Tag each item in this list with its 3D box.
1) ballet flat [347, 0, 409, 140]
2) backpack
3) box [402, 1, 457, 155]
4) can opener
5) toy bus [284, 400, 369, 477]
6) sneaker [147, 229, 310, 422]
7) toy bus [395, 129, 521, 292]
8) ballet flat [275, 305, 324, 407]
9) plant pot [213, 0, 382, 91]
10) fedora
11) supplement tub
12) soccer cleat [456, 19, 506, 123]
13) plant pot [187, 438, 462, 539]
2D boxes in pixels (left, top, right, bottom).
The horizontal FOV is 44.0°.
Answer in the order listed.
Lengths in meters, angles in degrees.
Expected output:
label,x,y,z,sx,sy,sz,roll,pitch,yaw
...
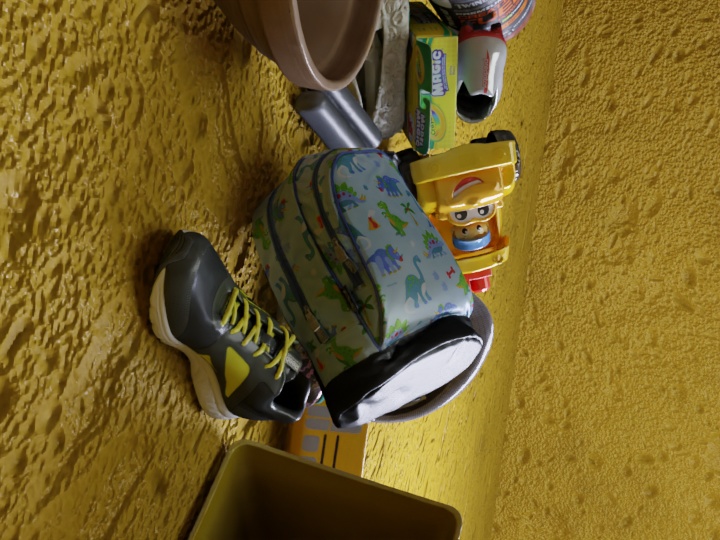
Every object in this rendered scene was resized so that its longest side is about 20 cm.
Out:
label,x,y,z,sx,sy,sz,roll,pitch,yaw
ballet flat,0.011,-0.218,0.873,0.072,0.071,0.201,-55,147,-56
backpack,0.000,0.000,0.720,0.163,0.200,0.154,-12,144,-47
box,0.063,-0.205,0.933,0.200,0.048,0.118,-103,-169,-61
can opener,-0.016,-0.121,0.860,0.200,0.067,0.054,44,55,-54
toy bus,-0.033,0.175,0.862,0.065,0.078,0.201,-154,-110,-79
sneaker,-0.085,0.043,0.636,0.200,0.084,0.075,75,27,-52
toy bus,0.110,-0.050,1.004,0.200,0.135,0.193,-171,-109,-84
ballet flat,-0.035,0.023,0.812,0.069,0.071,0.201,-14,-129,66
plant pot,-0.051,-0.229,0.605,0.201,0.092,0.202,9,90,-73
fedora,0.043,0.069,0.971,0.090,0.176,0.201,-105,-144,-58
supplement tub,0.105,-0.301,0.870,0.200,0.106,0.108,20,79,-68
soccer cleat,0.114,-0.191,0.948,0.200,0.068,0.086,110,-16,-80
plant pot,-0.047,0.292,0.729,0.177,0.199,0.201,98,11,-50
